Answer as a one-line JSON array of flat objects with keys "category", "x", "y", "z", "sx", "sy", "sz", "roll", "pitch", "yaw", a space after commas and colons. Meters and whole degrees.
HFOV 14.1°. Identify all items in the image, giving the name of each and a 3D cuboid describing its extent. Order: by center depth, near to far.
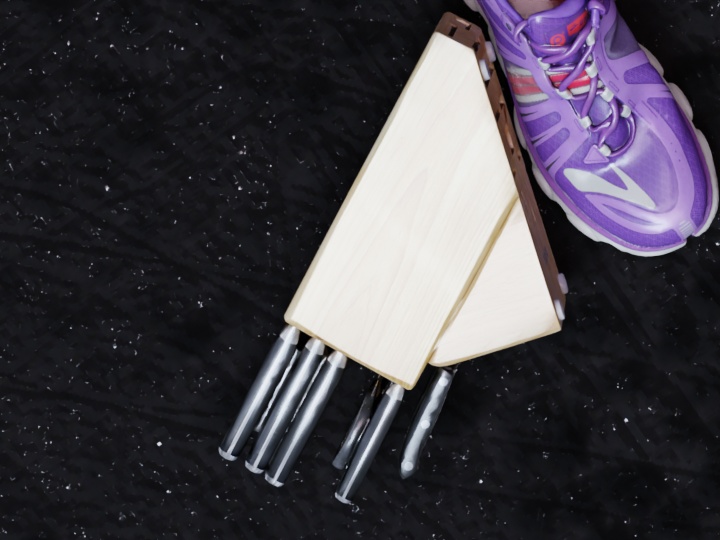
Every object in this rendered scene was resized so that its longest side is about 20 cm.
[{"category": "sneaker", "x": 0.095, "y": -0.094, "z": 1.342, "sx": 0.081, "sy": 0.083, "sz": 0.200, "roll": -31, "pitch": 94, "yaw": 5}, {"category": "knife block", "x": 0.000, "y": 0.000, "z": 1.353, "sx": 0.175, "sy": 0.064, "sz": 0.200, "roll": -16, "pitch": 101, "yaw": 9}]
